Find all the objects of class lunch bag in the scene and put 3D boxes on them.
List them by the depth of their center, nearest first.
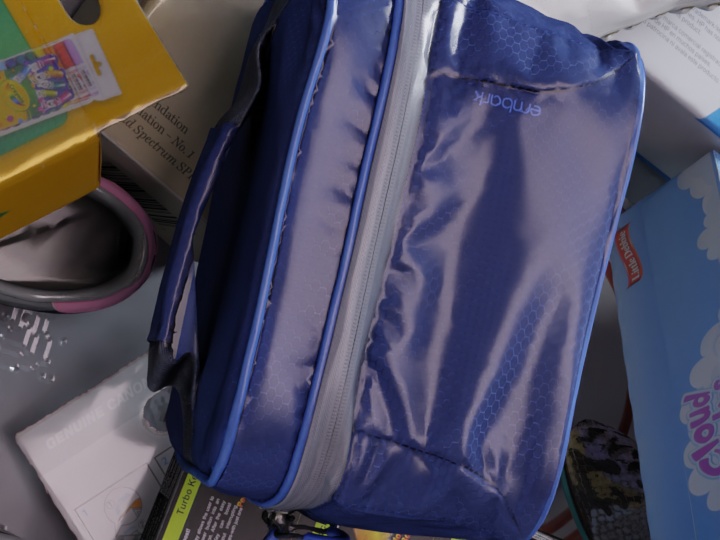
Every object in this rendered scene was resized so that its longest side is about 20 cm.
[{"bbox_3d":[0.000,0.000,0.632,0.131,0.136,0.202,14,85,-12],"label":"lunch bag"}]

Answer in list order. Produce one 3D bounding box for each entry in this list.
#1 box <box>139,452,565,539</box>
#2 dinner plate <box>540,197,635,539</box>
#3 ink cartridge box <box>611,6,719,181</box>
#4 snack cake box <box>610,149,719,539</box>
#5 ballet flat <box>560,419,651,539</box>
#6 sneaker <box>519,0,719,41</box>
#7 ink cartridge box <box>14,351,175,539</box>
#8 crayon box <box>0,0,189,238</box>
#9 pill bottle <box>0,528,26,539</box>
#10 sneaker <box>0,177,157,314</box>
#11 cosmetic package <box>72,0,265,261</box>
[{"bbox_3d":[-0.010,0.175,0.710,0.192,0.048,0.201,22,84,-9],"label":"box"},{"bbox_3d":[0.065,0.048,0.826,0.199,0.024,0.202,-3,95,-30],"label":"dinner plate"},{"bbox_3d":[0.172,-0.151,0.842,0.145,0.084,0.201,33,77,-26],"label":"ink cartridge box"},{"bbox_3d":[0.173,0.060,0.778,0.115,0.067,0.201,33,36,-30],"label":"snack cake box"},{"bbox_3d":[0.156,0.148,0.799,0.072,0.072,0.201,-20,82,-28],"label":"ballet flat"},{"bbox_3d":[0.086,-0.115,0.727,0.199,0.073,0.085,5,115,-27],"label":"sneaker"},{"bbox_3d":[-0.023,0.109,0.754,0.160,0.050,0.201,-32,94,-12],"label":"ink cartridge box"},{"bbox_3d":[-0.172,-0.056,0.599,0.199,0.052,0.126,-29,78,-16],"label":"crayon box"},{"bbox_3d":[-0.143,0.133,0.602,0.109,0.200,0.111,-2,94,-30],"label":"pill bottle"},{"bbox_3d":[-0.163,-0.030,0.648,0.199,0.082,0.071,11,87,-27],"label":"sneaker"},{"bbox_3d":[-0.034,-0.111,0.728,0.103,0.073,0.201,40,74,-27],"label":"cosmetic package"}]
